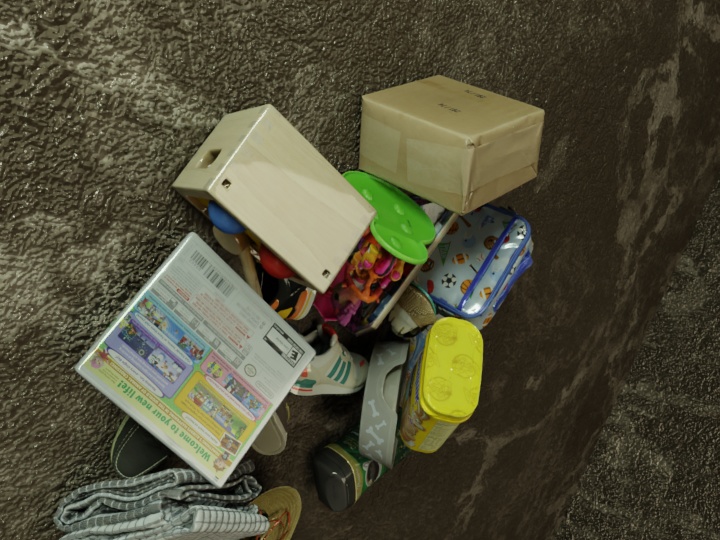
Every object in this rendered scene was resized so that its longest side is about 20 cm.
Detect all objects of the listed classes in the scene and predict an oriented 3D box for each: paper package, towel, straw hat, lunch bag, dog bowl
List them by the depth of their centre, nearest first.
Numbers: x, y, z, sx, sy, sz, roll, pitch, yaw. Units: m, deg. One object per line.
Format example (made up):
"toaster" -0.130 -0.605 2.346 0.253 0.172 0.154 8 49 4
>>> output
"towel" -0.226 0.278 0.790 0.195 0.088 0.165 -21 154 19
"paper package" 0.122 -0.177 0.922 0.188 0.198 0.106 -25 131 -39
"straw hat" -0.181 0.374 0.986 0.200 0.084 0.205 -37 142 -35
"lunch bag" 0.179 -0.016 1.071 0.202 0.158 0.076 -55 147 -13
"dog bowl" 0.039 0.209 1.095 0.200 0.057 0.207 8 90 -82

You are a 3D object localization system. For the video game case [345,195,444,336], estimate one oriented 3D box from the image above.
"video game case" 0.058 -0.013 1.084 0.179 0.035 0.206 -19 126 -46

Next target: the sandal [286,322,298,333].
"sandal" -0.162 0.053 0.809 0.197 0.075 0.044 23 54 -38

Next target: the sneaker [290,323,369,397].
"sneaker" -0.041 0.129 1.019 0.197 0.070 0.096 5 114 -50

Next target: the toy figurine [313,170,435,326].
"toy figurine" 0.000 0.000 0.912 0.147 0.202 0.187 20 118 -23

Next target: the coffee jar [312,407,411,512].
"coffee jar" 0.004 0.322 1.185 0.198 0.084 0.107 -29 128 -39

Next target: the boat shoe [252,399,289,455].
"boat shoe" -0.141 0.154 0.919 0.060 0.070 0.205 -81 159 -60

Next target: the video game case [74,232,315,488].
"video game case" -0.168 0.096 0.730 0.200 0.022 0.184 46 67 -20

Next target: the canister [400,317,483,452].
"canister" 0.120 0.186 1.058 0.202 0.084 0.152 105 -3 -59

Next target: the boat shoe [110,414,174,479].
"boat shoe" -0.217 0.170 0.784 0.200 0.066 0.072 -44 109 3

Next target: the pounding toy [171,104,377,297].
"pounding toy" -0.105 -0.052 0.731 0.184 0.199 0.144 42 78 -26

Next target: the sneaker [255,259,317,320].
"sneaker" -0.089 -0.032 0.860 0.088 0.069 0.206 1 109 -44

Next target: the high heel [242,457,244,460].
"high heel" -0.182 0.173 0.847 0.067 0.095 0.204 -35 136 -31

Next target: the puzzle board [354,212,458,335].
"puzzle board" 0.060 0.006 0.987 0.202 0.017 0.151 -53 -177 -13

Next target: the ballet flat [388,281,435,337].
"ballet flat" 0.075 0.071 1.030 0.065 0.071 0.200 -43 165 -5

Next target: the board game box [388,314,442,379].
"board game box" 0.120 0.134 1.257 0.197 0.034 0.139 -13 121 -47
